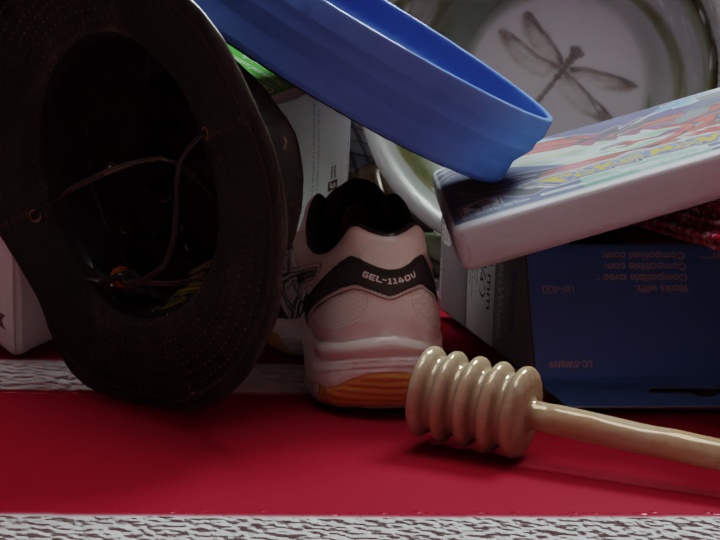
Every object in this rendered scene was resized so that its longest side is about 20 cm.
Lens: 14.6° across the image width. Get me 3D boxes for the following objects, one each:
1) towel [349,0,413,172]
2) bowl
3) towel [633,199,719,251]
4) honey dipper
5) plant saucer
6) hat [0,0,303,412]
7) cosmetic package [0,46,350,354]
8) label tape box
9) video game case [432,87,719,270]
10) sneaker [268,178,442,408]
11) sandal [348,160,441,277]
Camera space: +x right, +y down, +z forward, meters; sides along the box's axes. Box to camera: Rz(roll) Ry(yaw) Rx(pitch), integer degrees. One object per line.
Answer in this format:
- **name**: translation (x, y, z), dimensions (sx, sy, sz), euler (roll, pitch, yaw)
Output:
- **towel**: translation (0.006, -0.118, 1.604), dimensions (0.165, 0.200, 0.086), euler (14, 55, 35)
- **bowl**: translation (-0.011, -0.102, 1.226), dimensions (0.200, 0.039, 0.201), euler (31, 8, -5)
- **towel**: translation (0.202, -0.028, 1.231), dimensions (0.144, 0.023, 0.200), euler (-3, 7, -13)
- **honey dipper**: translation (0.114, 0.068, 1.089), dimensions (0.199, 0.038, 0.038), euler (13, 13, 22)
- **plant saucer**: translation (0.099, -0.099, 1.456), dimensions (0.199, 0.201, 0.050), euler (7, -9, 15)
- **hat**: translation (-0.075, -0.047, 1.150), dimensions (0.081, 0.201, 0.200), euler (-20, 24, -41)
- **cosmetic package**: translation (-0.111, -0.046, 1.307), dimensions (0.200, 0.085, 0.107), euler (-23, 39, -38)
- **label tape box**: translation (0.132, 0.011, 1.303), dimensions (0.144, 0.064, 0.200), euler (0, 11, -15)
- **video game case**: translation (0.132, -0.051, 1.248), dimensions (0.199, 0.023, 0.182), euler (-17, 9, 1)
- **sneaker**: translation (0.000, 0.000, 1.253), dimensions (0.075, 0.088, 0.200), euler (-1, 10, -14)
- **sandal**: translation (0.039, -0.034, 1.512), dimensions (0.201, 0.058, 0.080), euler (17, 21, 42)
